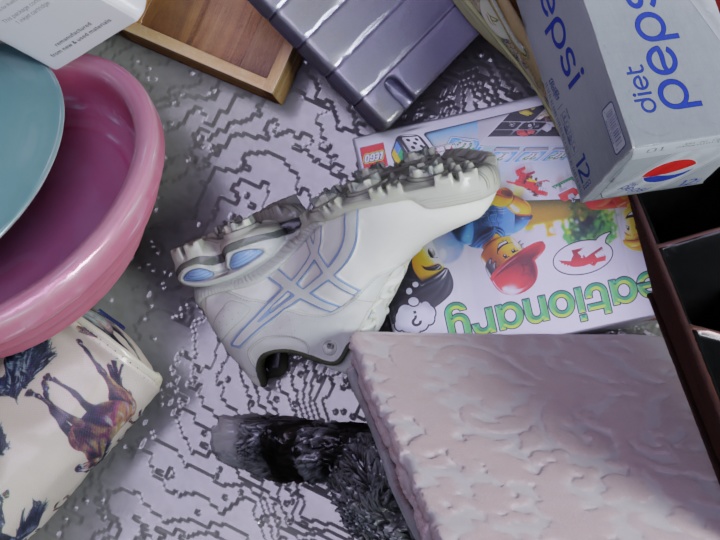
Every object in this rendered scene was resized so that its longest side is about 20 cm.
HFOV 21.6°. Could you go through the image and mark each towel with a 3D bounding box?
[{"bbox_3d":[0.103,0.088,0.871,0.191,0.200,0.032,1,118,-14],"label":"towel"}]

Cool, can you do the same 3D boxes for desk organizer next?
[{"bbox_3d":[0.176,0.028,0.847,0.072,0.200,0.077,-17,123,5],"label":"desk organizer"}]

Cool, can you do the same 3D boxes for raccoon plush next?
[{"bbox_3d":[0.021,0.145,0.964,0.200,0.097,0.134,5,96,36],"label":"raccoon plush"}]

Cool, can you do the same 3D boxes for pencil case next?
[{"bbox_3d":[-0.196,0.101,0.984,0.089,0.078,0.200,41,89,26],"label":"pencil case"}]

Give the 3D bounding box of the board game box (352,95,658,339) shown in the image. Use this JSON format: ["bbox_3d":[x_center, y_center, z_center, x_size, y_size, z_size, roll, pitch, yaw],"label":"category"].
[{"bbox_3d":[0.105,-0.028,0.981,0.200,0.035,0.126,-13,81,6],"label":"board game box"}]

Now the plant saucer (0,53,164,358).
[{"bbox_3d":[-0.188,-0.027,0.974,0.200,0.051,0.201,-14,46,15],"label":"plant saucer"}]

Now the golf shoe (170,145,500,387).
[{"bbox_3d":[0.000,0.000,0.950,0.200,0.078,0.097,-19,95,41],"label":"golf shoe"}]

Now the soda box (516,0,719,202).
[{"bbox_3d":[0.113,-0.137,0.873,0.068,0.063,0.200,-9,72,-19],"label":"soda box"}]

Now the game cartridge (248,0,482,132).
[{"bbox_3d":[0.034,-0.186,0.985,0.130,0.038,0.200,45,80,-1],"label":"game cartridge"}]

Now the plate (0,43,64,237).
[{"bbox_3d":[-0.248,-0.055,0.977,0.200,0.026,0.200,-14,46,15],"label":"plate"}]

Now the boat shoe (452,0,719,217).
[{"bbox_3d":[0.117,-0.102,0.934,0.200,0.063,0.073,42,87,4],"label":"boat shoe"}]

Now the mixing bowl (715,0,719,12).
[{"bbox_3d":[0.205,-0.188,0.925,0.108,0.200,0.200,-15,80,29],"label":"mixing bowl"}]

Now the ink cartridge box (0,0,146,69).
[{"bbox_3d":[-0.200,-0.215,0.946,0.083,0.200,0.147,-23,50,43],"label":"ink cartridge box"}]

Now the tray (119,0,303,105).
[{"bbox_3d":[-0.047,-0.201,1.025,0.099,0.037,0.200,24,87,10],"label":"tray"}]
